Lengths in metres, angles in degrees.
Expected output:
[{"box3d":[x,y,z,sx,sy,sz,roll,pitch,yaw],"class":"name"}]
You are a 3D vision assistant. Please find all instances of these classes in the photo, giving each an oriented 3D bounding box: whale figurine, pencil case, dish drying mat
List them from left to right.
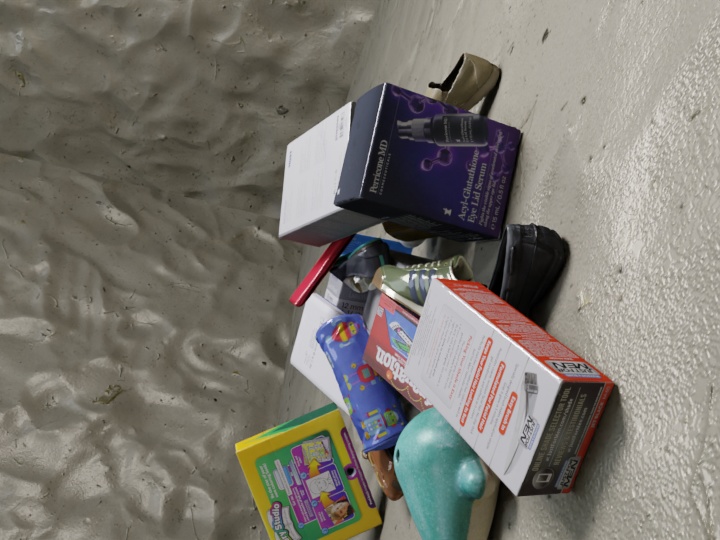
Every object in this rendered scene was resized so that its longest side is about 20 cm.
[{"box3d":[-0.042,-0.027,1.135,0.200,0.018,0.077,-54,11,-5],"class":"dish drying mat"},{"box3d":[0.002,0.158,1.045,0.201,0.078,0.087,65,156,18],"class":"pencil case"},{"box3d":[0.084,0.239,0.770,0.159,0.103,0.201,119,161,-58],"class":"whale figurine"}]

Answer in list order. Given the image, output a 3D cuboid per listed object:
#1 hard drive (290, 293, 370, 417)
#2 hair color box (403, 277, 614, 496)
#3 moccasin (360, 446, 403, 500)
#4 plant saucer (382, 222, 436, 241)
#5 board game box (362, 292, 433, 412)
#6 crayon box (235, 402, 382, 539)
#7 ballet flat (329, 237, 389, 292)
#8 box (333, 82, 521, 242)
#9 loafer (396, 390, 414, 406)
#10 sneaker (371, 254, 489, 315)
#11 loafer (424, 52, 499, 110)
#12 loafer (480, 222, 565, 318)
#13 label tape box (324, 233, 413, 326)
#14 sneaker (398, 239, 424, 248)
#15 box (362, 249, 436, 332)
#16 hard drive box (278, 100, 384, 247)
[{"box3d":[-0.041,0.134,1.189,0.200,0.025,0.132,31,109,49],"class":"hard drive"},{"box3d":[0.124,0.097,0.669,0.200,0.064,0.111,45,124,56],"class":"hair color box"},{"box3d":[0.039,0.274,1.111,0.078,0.073,0.201,-67,21,12],"class":"moccasin"},{"box3d":[0.065,-0.134,1.091,0.200,0.048,0.201,-7,108,63],"class":"plant saucer"},{"box3d":[0.078,0.117,0.925,0.200,0.019,0.103,36,118,45],"class":"board game box"},{"box3d":[-0.082,0.336,1.158,0.058,0.172,0.201,-169,59,-81],"class":"crayon box"},{"box3d":[0.000,0.000,1.113,0.200,0.073,0.073,158,124,-72],"class":"ballet flat"},{"box3d":[0.084,-0.130,0.937,0.104,0.199,0.149,179,104,-69],"class":"box"},{"box3d":[0.058,0.163,1.149,0.200,0.075,0.070,5,77,71],"class":"loafer"},{"box3d":[0.102,0.019,0.910,0.200,0.067,0.090,34,102,44],"class":"sneaker"},{"box3d":[0.118,-0.248,1.108,0.200,0.067,0.076,-46,22,15],"class":"loafer"},{"box3d":[0.144,0.038,0.777,0.068,0.070,0.201,-91,18,-59],"class":"loafer"},{"box3d":[0.016,0.045,1.270,0.066,0.143,0.201,-138,60,-63],"class":"label tape box"},{"box3d":[0.101,-0.116,1.283,0.081,0.076,0.201,97,-175,-59],"class":"sneaker"},{"box3d":[0.075,0.047,1.098,0.200,0.097,0.125,-124,48,-78],"class":"box"},{"box3d":[-0.038,-0.133,1.068,0.200,0.077,0.157,-15,67,57],"class":"hard drive box"}]
